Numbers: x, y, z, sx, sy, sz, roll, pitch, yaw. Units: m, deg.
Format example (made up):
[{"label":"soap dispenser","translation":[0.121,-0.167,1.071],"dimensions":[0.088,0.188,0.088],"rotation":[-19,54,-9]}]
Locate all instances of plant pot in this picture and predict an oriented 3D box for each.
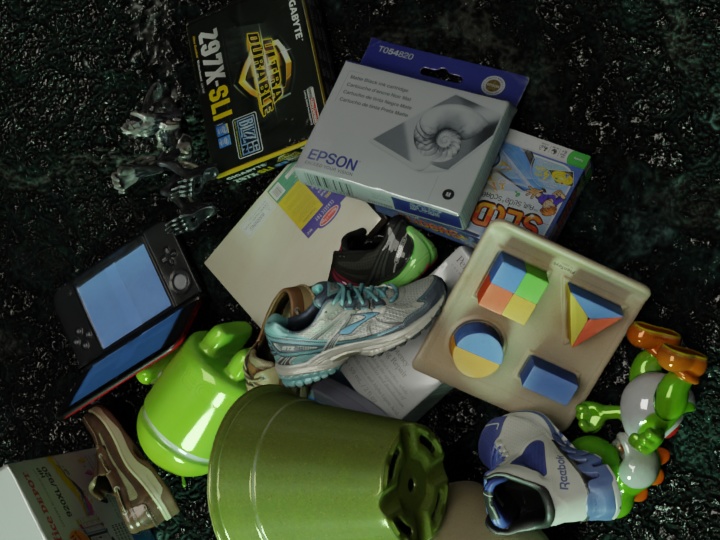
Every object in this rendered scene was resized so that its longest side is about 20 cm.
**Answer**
[{"label":"plant pot","translation":[-0.020,0.216,1.542],"dimensions":[0.189,0.200,0.201],"rotation":[-3,88,35]},{"label":"plant pot","translation":[0.106,0.300,1.595],"dimensions":[0.200,0.200,0.135],"rotation":[-33,57,21]}]

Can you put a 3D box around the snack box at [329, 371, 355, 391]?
[{"label":"snack box","translation":[-0.022,0.156,1.734],"dimensions":[0.072,0.024,0.200],"rotation":[-42,73,18]}]

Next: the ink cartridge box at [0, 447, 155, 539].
[{"label":"ink cartridge box","translation":[-0.372,0.313,1.799],"dimensions":[0.144,0.200,0.148],"rotation":[-36,76,20]}]

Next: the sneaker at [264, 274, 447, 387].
[{"label":"sneaker","translation":[-0.007,0.046,1.575],"dimensions":[0.199,0.078,0.087],"rotation":[-26,107,4]}]

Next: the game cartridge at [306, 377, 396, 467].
[{"label":"game cartridge","translation":[-0.020,0.194,1.681],"dimensions":[0.200,0.040,0.134],"rotation":[29,122,37]}]

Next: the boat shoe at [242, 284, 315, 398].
[{"label":"boat shoe","translation":[-0.095,0.105,1.656],"dimensions":[0.076,0.074,0.201],"rotation":[26,99,44]}]

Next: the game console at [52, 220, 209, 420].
[{"label":"game console","translation":[-0.292,0.056,1.809],"dimensions":[0.200,0.119,0.173],"rotation":[-31,77,21]}]

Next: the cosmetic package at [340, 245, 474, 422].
[{"label":"cosmetic package","translation":[0.082,0.073,1.661],"dimensions":[0.200,0.074,0.102],"rotation":[-45,73,19]}]

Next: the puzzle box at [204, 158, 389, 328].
[{"label":"puzzle box","translation":[-0.075,-0.033,1.760],"dimensions":[0.200,0.025,0.133],"rotation":[-48,71,17]}]

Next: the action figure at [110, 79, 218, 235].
[{"label":"action figure","translation":[-0.235,-0.140,1.766],"dimensions":[0.119,0.102,0.200],"rotation":[99,149,-42]}]

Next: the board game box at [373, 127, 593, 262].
[{"label":"board game box","translation":[0.130,-0.091,1.629],"dimensions":[0.199,0.034,0.136],"rotation":[21,70,23]}]

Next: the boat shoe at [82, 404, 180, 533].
[{"label":"boat shoe","translation":[-0.290,0.233,1.793],"dimensions":[0.075,0.075,0.202],"rotation":[-35,41,-13]}]

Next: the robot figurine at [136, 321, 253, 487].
[{"label":"robot figurine","translation":[-0.181,0.152,1.755],"dimensions":[0.175,0.116,0.200],"rotation":[41,110,17]}]

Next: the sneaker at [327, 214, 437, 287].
[{"label":"sneaker","translation":[0.000,0.000,1.679],"dimensions":[0.200,0.077,0.084],"rotation":[-34,91,35]}]

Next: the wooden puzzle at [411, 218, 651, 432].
[{"label":"wooden puzzle","translation":[0.175,0.066,1.568],"dimensions":[0.185,0.046,0.201],"rotation":[24,115,-11]}]

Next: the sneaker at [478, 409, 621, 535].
[{"label":"sneaker","translation":[0.157,0.203,1.526],"dimensions":[0.199,0.115,0.081],"rotation":[26,123,59]}]

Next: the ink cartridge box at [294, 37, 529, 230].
[{"label":"ink cartridge box","translation":[0.057,-0.159,1.637],"dimensions":[0.199,0.041,0.201],"rotation":[16,67,20]}]

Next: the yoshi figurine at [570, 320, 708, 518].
[{"label":"yoshi figurine","translation":[0.267,0.157,1.552],"dimensions":[0.112,0.112,0.201],"rotation":[24,107,19]}]

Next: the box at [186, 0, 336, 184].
[{"label":"box","translation":[-0.109,-0.218,1.753],"dimensions":[0.159,0.049,0.201],"rotation":[-19,74,26]}]
